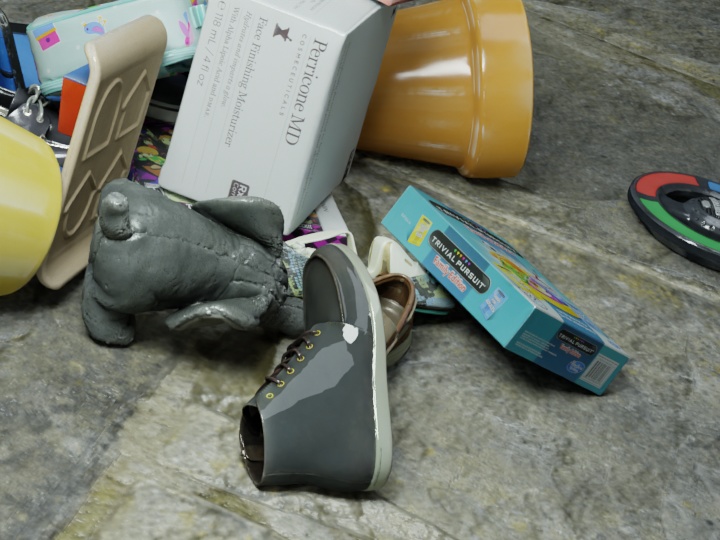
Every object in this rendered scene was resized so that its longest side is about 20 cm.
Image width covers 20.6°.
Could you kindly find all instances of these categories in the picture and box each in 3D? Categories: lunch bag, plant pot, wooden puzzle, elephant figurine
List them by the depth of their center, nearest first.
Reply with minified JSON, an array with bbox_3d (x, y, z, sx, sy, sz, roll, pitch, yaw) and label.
[{"bbox_3d":[-0.338,-0.062,1.491,0.189,0.201,0.201,14,24,-41],"label":"plant pot"},{"bbox_3d":[-0.115,-0.003,1.572,0.199,0.142,0.155,11,22,-9],"label":"elephant figurine"},{"bbox_3d":[-0.220,-0.103,1.609,0.046,0.200,0.185,16,18,6],"label":"wooden puzzle"},{"bbox_3d":[-0.204,-0.207,1.788,0.160,0.077,0.200,-10,8,9],"label":"lunch bag"},{"bbox_3d":[0.067,-0.192,2.036,0.183,0.201,0.200,-3,30,-9],"label":"plant pot"}]

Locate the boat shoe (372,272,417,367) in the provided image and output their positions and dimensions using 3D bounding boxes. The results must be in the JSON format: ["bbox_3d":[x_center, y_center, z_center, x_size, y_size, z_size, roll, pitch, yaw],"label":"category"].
[{"bbox_3d":[-0.009,0.056,1.609,0.076,0.072,0.200,25,30,10],"label":"boat shoe"}]

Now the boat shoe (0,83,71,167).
[{"bbox_3d":[-0.306,-0.136,1.774,0.199,0.063,0.073,13,27,-2],"label":"boat shoe"}]

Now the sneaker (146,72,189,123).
[{"bbox_3d":[-0.208,-0.208,1.946,0.078,0.080,0.200,8,20,-29],"label":"sneaker"}]

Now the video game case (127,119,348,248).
[{"bbox_3d":[-0.123,-0.076,1.829,0.199,0.036,0.181,9,26,-20],"label":"video game case"}]

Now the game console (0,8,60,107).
[{"bbox_3d":[-0.331,-0.237,1.913,0.118,0.171,0.200,-28,47,-22],"label":"game console"}]

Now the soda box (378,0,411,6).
[{"bbox_3d":[-0.031,-0.307,1.764,0.200,0.069,0.064,28,24,20],"label":"soda box"}]

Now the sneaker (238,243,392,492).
[{"bbox_3d":[-0.041,0.068,1.491,0.106,0.075,0.200,3,62,-24],"label":"sneaker"}]

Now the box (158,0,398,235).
[{"bbox_3d":[-0.068,-0.168,1.772,0.130,0.199,0.200,21,24,8],"label":"box"}]

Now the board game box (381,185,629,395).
[{"bbox_3d":[0.128,0.016,1.751,0.151,0.047,0.200,27,15,-46],"label":"board game box"}]

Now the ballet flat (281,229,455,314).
[{"bbox_3d":[0.000,0.000,1.721,0.200,0.074,0.074,4,30,-31],"label":"ballet flat"}]

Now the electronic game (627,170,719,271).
[{"bbox_3d":[0.382,-0.052,2.127,0.199,0.042,0.200,16,27,-8],"label":"electronic game"}]
